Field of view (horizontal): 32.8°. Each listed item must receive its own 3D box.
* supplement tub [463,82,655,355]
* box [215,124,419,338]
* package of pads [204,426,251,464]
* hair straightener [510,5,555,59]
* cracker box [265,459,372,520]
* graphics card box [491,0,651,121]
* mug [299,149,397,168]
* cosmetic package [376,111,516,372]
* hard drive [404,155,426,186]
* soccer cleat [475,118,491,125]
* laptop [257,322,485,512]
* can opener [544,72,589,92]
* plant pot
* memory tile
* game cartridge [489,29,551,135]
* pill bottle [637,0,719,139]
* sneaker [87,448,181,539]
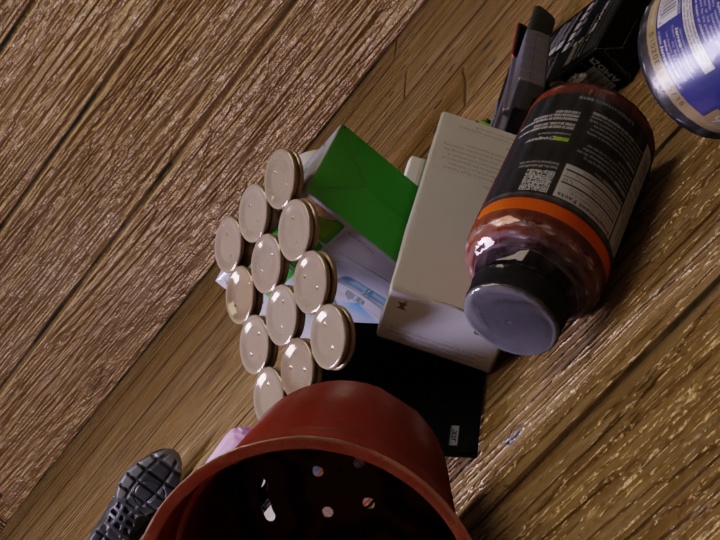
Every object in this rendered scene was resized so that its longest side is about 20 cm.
[{"bbox_3d":[0.140,-0.036,0.891,0.107,0.107,0.201,-37,19,53],"label":"supplement tub"},{"bbox_3d":[0.000,0.000,1.109,0.176,0.199,0.097,-39,17,45],"label":"box"},{"bbox_3d":[-0.153,0.252,1.240,0.201,0.075,0.121,-53,-5,-6],"label":"package of pads"},{"bbox_3d":[0.206,-0.260,1.467,0.077,0.041,0.201,-43,15,41],"label":"hair straightener"},{"bbox_3d":[-0.065,0.212,1.089,0.200,0.057,0.134,-49,13,21],"label":"cracker box"},{"bbox_3d":[0.221,-0.213,1.241,0.126,0.051,0.200,-58,11,-27],"label":"graphics card box"},{"bbox_3d":[-0.044,-0.078,1.688,0.187,0.148,0.154,-53,17,31],"label":"mug"},{"bbox_3d":[0.085,-0.027,1.000,0.074,0.100,0.202,106,-177,-53],"label":"cosmetic package"},{"bbox_3d":[0.037,-0.024,1.352,0.201,0.026,0.133,-72,-3,-58],"label":"hard drive"},{"bbox_3d":[0.115,-0.101,1.323,0.082,0.067,0.200,-66,8,-17],"label":"soccer cleat"},{"bbox_3d":[0.000,0.132,0.987,0.201,0.103,0.178,-51,10,27],"label":"laptop"},{"bbox_3d":[0.192,-0.119,1.093,0.062,0.080,0.201,-10,26,9],"label":"can opener"},{"bbox_3d":[-0.019,0.167,0.753,0.201,0.200,0.195,-50,3,12],"label":"plant pot"},{"bbox_3d":[-0.066,0.015,1.007,0.153,0.017,0.202,-47,51,43],"label":"memory tile"},{"bbox_3d":[0.133,-0.114,1.157,0.130,0.038,0.202,-79,4,-58],"label":"game cartridge"},{"bbox_3d":[0.269,-0.166,0.747,0.113,0.111,0.200,-58,12,-27],"label":"pill bottle"},{"bbox_3d":[-0.324,0.328,1.745,0.201,0.075,0.079,-51,9,8],"label":"sneaker"}]
